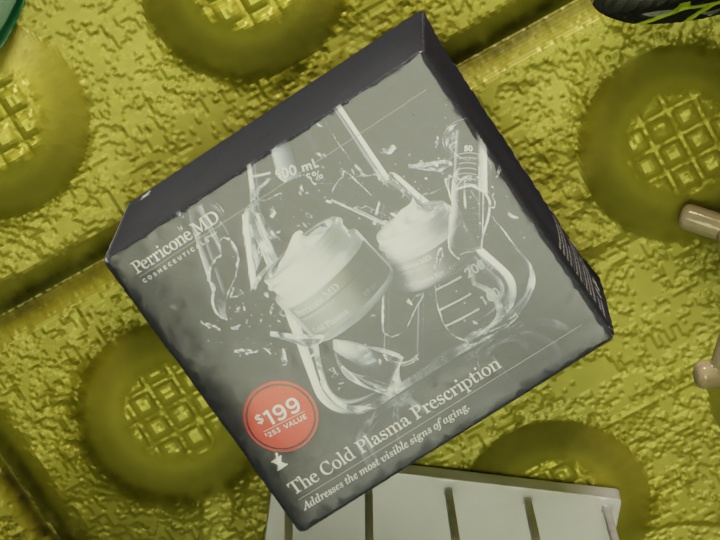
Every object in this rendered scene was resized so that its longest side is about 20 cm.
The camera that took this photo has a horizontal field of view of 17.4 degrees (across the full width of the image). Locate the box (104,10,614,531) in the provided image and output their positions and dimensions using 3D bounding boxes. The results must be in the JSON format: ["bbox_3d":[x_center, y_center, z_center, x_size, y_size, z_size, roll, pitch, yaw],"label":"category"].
[{"bbox_3d":[0.000,0.000,1.237,0.199,0.104,0.183,-33,103,11],"label":"box"}]

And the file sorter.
[{"bbox_3d":[0.042,0.199,1.311,0.199,0.125,0.140,7,111,-3],"label":"file sorter"}]

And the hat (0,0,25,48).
[{"bbox_3d":[-0.244,-0.147,1.141,0.165,0.176,0.201,27,109,-11],"label":"hat"}]

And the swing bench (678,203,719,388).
[{"bbox_3d":[0.279,-0.043,1.183,0.199,0.130,0.200,5,135,-3],"label":"swing bench"}]

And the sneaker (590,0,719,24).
[{"bbox_3d":[0.207,-0.185,1.203,0.199,0.075,0.077,-22,84,8],"label":"sneaker"}]
